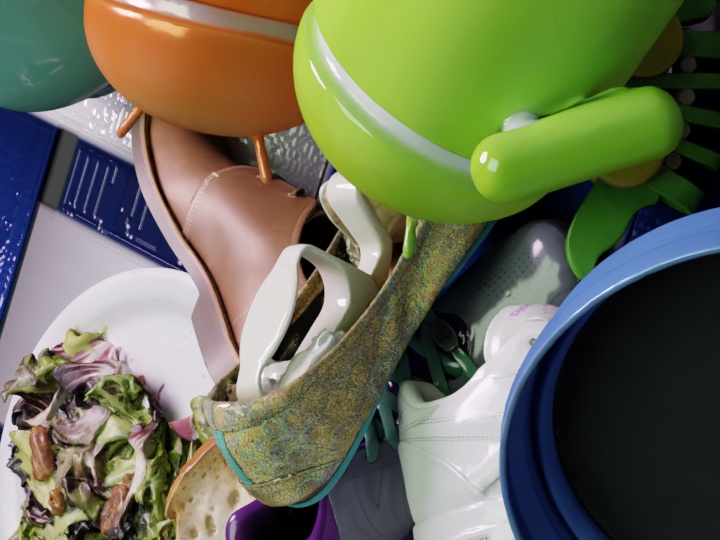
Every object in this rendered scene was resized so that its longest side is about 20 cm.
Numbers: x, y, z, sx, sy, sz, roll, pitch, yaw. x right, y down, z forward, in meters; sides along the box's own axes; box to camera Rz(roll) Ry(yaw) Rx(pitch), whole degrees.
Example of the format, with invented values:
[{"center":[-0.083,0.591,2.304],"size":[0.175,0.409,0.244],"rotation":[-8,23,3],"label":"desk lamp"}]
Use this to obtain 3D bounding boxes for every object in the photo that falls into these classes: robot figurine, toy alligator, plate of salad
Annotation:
[{"center":[-0.048,-0.141,1.164],"size":[0.117,0.143,0.201],"rotation":[-137,58,-74],"label":"robot figurine"},{"center":[0.049,-0.101,1.046],"size":[0.200,0.115,0.176],"rotation":[-57,38,32],"label":"robot figurine"},{"center":[0.120,-0.092,1.114],"size":[0.054,0.059,0.201],"rotation":[10,89,1],"label":"toy alligator"},{"center":[-0.107,0.098,1.305],"size":[0.200,0.048,0.201],"rotation":[-6,81,43],"label":"plate of salad"}]

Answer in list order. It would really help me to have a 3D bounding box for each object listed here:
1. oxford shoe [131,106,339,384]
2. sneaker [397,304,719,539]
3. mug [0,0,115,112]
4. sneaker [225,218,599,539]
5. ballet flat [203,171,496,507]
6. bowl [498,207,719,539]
[{"center":[-0.044,-0.016,1.246],"size":[0.071,0.071,0.200],"rotation":[-38,48,13],"label":"oxford shoe"},{"center":[0.096,0.048,1.079],"size":[0.200,0.075,0.100],"rotation":[-22,75,25],"label":"sneaker"},{"center":[-0.123,-0.155,1.292],"size":[0.185,0.114,0.152],"rotation":[-35,28,22],"label":"mug"},{"center":[0.018,0.061,1.162],"size":[0.200,0.087,0.074],"rotation":[-56,52,23],"label":"sneaker"},{"center":[0.000,0.000,1.136],"size":[0.071,0.071,0.200],"rotation":[1,50,43],"label":"ballet flat"},{"center":[0.148,0.063,0.986],"size":[0.201,0.200,0.039],"rotation":[-42,19,31],"label":"bowl"}]
